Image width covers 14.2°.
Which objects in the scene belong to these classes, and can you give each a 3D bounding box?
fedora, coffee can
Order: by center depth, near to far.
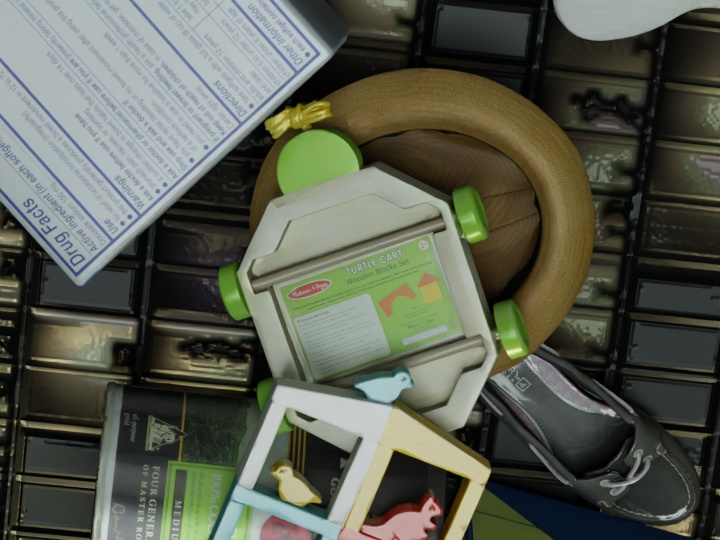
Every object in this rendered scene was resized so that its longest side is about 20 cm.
[{"bbox_3d":[0.038,-0.029,1.673,0.199,0.082,0.202,2,105,8],"label":"fedora"},{"bbox_3d":[-0.057,0.148,1.697,0.199,0.146,0.147,6,108,-4],"label":"coffee can"}]

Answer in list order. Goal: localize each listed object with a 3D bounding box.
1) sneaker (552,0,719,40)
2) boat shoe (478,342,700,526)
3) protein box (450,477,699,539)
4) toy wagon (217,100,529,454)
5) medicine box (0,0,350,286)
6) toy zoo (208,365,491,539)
[{"bbox_3d":[0.207,-0.182,1.632,0.199,0.089,0.076,-2,126,5],"label":"sneaker"},{"bbox_3d":[0.126,0.094,1.734,0.200,0.057,0.067,40,102,-14],"label":"boat shoe"},{"bbox_3d":[0.125,0.262,1.739,0.197,0.135,0.201,16,113,-7],"label":"protein box"},{"bbox_3d":[0.000,0.000,1.619,0.154,0.040,0.201,-18,96,12],"label":"toy wagon"},{"bbox_3d":[-0.140,-0.128,1.612,0.200,0.103,0.182,-41,94,11],"label":"medicine box"},{"bbox_3d":[-0.013,0.146,1.613,0.131,0.020,0.201,22,101,-7],"label":"toy zoo"}]
